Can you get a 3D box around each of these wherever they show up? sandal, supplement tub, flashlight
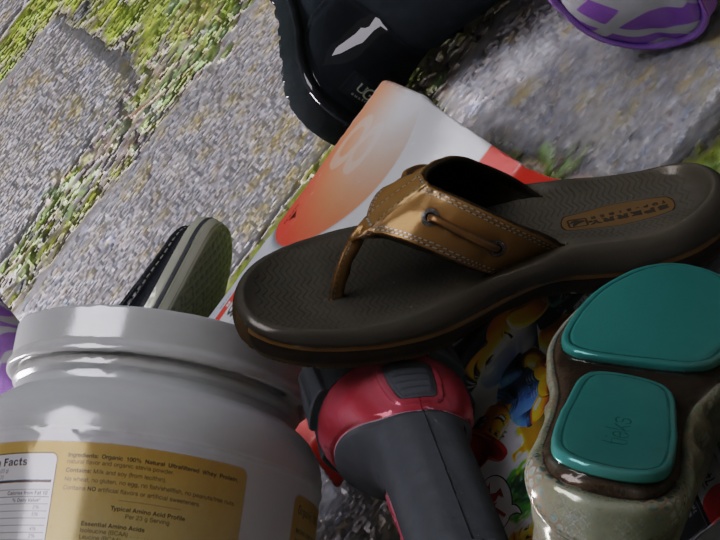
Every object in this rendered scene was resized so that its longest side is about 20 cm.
[{"bbox_3d":[0.046,-0.016,0.918,0.199,0.055,0.082,-12,32,0],"label":"sandal"},{"bbox_3d":[-0.092,0.126,0.952,0.144,0.144,0.201,-14,62,50],"label":"supplement tub"},{"bbox_3d":[0.026,0.095,0.872,0.068,0.068,0.200,-41,34,15],"label":"flashlight"}]

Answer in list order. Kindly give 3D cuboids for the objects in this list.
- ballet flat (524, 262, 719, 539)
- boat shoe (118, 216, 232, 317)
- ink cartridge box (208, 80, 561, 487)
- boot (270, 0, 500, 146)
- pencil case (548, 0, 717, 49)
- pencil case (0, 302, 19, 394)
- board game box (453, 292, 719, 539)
[{"bbox_3d":[0.087,0.056,0.797,0.200,0.067,0.063,-47,-34,-64],"label":"ballet flat"},{"bbox_3d":[-0.132,0.055,1.210,0.062,0.075,0.200,31,86,20],"label":"boat shoe"},{"bbox_3d":[0.000,0.000,1.069,0.162,0.050,0.200,-53,13,0],"label":"ink cartridge box"},{"bbox_3d":[0.027,-0.178,1.236,0.168,0.076,0.200,-42,36,28],"label":"boot"},{"bbox_3d":[0.146,-0.194,1.079,0.085,0.084,0.200,5,60,32],"label":"pencil case"},{"bbox_3d":[-0.159,0.086,1.119,0.086,0.084,0.200,-47,58,4],"label":"pencil case"},{"bbox_3d":[0.079,0.077,0.910,0.126,0.035,0.200,-45,29,16],"label":"board game box"}]
